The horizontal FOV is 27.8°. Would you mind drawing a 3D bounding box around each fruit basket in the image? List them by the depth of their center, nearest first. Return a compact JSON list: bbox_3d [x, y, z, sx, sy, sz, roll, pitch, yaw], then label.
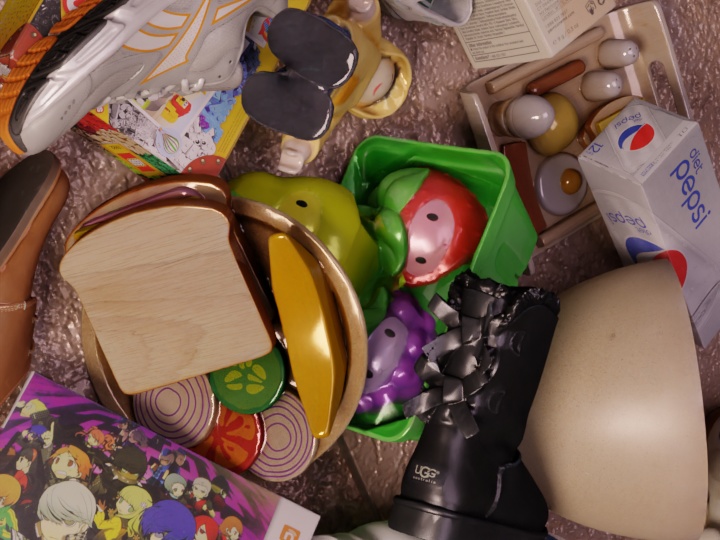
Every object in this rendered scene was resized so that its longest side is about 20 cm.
[{"bbox_3d":[0.000,0.000,0.952,0.215,0.155,0.217,-15,111,-46],"label":"fruit basket"}]

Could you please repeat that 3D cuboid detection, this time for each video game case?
[{"bbox_3d":[-0.143,0.180,0.841,0.199,0.036,0.182,28,55,-7],"label":"video game case"}]

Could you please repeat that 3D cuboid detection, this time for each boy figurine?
[{"bbox_3d":[-0.018,-0.118,0.919,0.064,0.200,0.125,27,101,10],"label":"boy figurine"}]

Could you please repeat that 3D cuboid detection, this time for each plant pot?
[{"bbox_3d":[0.162,0.099,1.043,0.134,0.200,0.201,-6,97,3],"label":"plant pot"}]

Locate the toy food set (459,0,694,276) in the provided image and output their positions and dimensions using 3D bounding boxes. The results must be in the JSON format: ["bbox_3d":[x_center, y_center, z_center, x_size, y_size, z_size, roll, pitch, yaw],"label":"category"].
[{"bbox_3d":[0.173,-0.103,1.096,0.200,0.060,0.144,-29,107,-28],"label":"toy food set"}]

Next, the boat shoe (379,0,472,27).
[{"bbox_3d":[0.030,-0.206,0.932,0.074,0.067,0.200,-69,162,3],"label":"boat shoe"}]

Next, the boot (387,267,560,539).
[{"bbox_3d":[0.087,0.092,0.923,0.198,0.073,0.163,23,81,-63],"label":"boot"}]

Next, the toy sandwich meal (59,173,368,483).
[{"bbox_3d":[-0.091,0.042,0.873,0.070,0.204,0.206,-48,126,-71],"label":"toy sandwich meal"}]

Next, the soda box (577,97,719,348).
[{"bbox_3d":[0.233,-0.032,1.095,0.068,0.063,0.200,-46,136,-14],"label":"soda box"}]

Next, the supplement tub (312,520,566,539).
[{"bbox_3d":[0.054,0.245,0.987,0.199,0.144,0.145,10,87,-33],"label":"supplement tub"}]

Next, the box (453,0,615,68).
[{"bbox_3d":[0.087,-0.249,1.016,0.078,0.095,0.200,-39,113,-26],"label":"box"}]

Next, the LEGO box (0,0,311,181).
[{"bbox_3d":[-0.120,-0.170,0.896,0.149,0.077,0.201,34,75,-29],"label":"LEGO box"}]

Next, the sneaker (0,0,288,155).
[{"bbox_3d":[-0.112,-0.122,0.816,0.200,0.076,0.092,-47,119,-20],"label":"sneaker"}]

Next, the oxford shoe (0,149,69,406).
[{"bbox_3d":[-0.217,0.025,0.853,0.071,0.071,0.201,29,88,-35],"label":"oxford shoe"}]

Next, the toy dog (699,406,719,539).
[{"bbox_3d":[0.343,0.201,1.178,0.194,0.139,0.201,-29,108,-42],"label":"toy dog"}]
